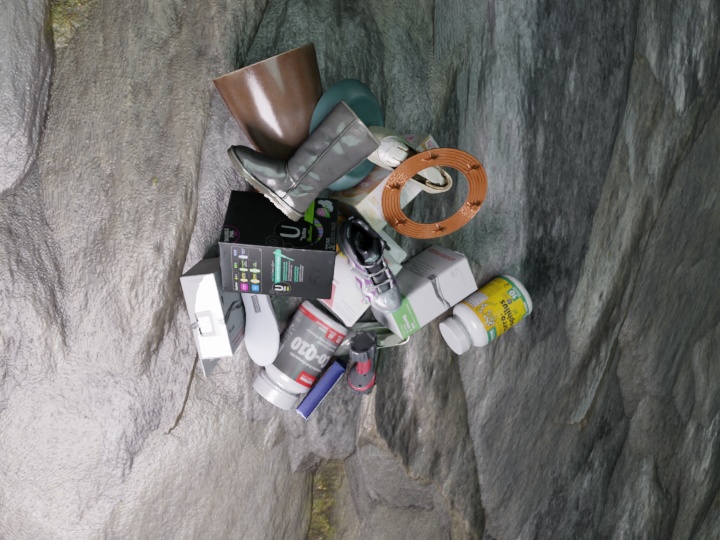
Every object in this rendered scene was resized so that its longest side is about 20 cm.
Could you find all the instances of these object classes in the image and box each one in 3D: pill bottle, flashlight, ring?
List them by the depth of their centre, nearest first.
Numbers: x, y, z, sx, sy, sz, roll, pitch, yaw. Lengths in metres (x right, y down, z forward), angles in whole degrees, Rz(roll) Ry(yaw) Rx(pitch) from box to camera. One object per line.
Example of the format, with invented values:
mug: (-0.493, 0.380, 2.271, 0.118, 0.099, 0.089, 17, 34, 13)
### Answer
ring: (0.135, -0.132, 1.057, 0.198, 0.019, 0.202, -6, 134, -6)
pill bottle: (-0.123, 0.173, 1.186, 0.114, 0.114, 0.201, 35, 88, -25)
flashlight: (0.001, 0.195, 1.209, 0.067, 0.201, 0.068, 1, 59, 3)
pill bottle: (0.284, 0.103, 1.340, 0.199, 0.113, 0.113, -31, 112, -13)

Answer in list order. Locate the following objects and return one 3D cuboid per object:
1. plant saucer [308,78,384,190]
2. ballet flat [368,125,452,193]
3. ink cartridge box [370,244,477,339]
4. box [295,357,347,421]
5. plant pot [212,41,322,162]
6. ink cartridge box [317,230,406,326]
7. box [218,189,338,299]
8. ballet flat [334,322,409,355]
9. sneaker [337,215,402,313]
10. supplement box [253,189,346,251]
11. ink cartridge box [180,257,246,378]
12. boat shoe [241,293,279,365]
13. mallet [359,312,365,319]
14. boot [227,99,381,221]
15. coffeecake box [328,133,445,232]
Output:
plant saucer: (-0.013, -0.241, 1.059, 0.199, 0.036, 0.202, -28, 127, -44)
ballet flat: (0.085, -0.199, 1.044, 0.199, 0.062, 0.068, 24, 95, -24)
ink cartridge box: (0.125, 0.040, 1.240, 0.199, 0.146, 0.085, -31, 113, -12)
box: (-0.076, 0.235, 1.181, 0.032, 0.200, 0.121, 39, 85, 2)
plant pot: (-0.136, -0.272, 1.038, 0.186, 0.187, 0.202, -26, 111, -15)
ink cartridge box: (0.000, 0.000, 1.175, 0.116, 0.067, 0.200, 42, 79, -4)
box: (-0.144, -0.046, 1.055, 0.198, 0.149, 0.125, 5, 134, -4)
ballet flat: (0.019, 0.147, 1.266, 0.198, 0.069, 0.070, -8, 105, -20)
sneaker: (0.021, -0.010, 1.073, 0.077, 0.140, 0.201, -34, 90, -10)
supplement box: (-0.111, -0.117, 1.151, 0.199, 0.069, 0.067, 31, 92, -28)
ink cartridge box: (-0.266, 0.086, 1.098, 0.066, 0.116, 0.202, -7, 107, 7)
boat shoe: (-0.199, 0.083, 1.149, 0.069, 0.066, 0.202, -14, 92, 4)
mallet: (-0.009, 0.004, 1.242, 0.041, 0.066, 0.202, 7, 85, -23)
boot: (-0.092, -0.202, 0.961, 0.200, 0.073, 0.181, -43, 117, 17)
coffeecake box: (0.053, -0.177, 1.155, 0.200, 0.153, 0.073, -44, 115, -8)
